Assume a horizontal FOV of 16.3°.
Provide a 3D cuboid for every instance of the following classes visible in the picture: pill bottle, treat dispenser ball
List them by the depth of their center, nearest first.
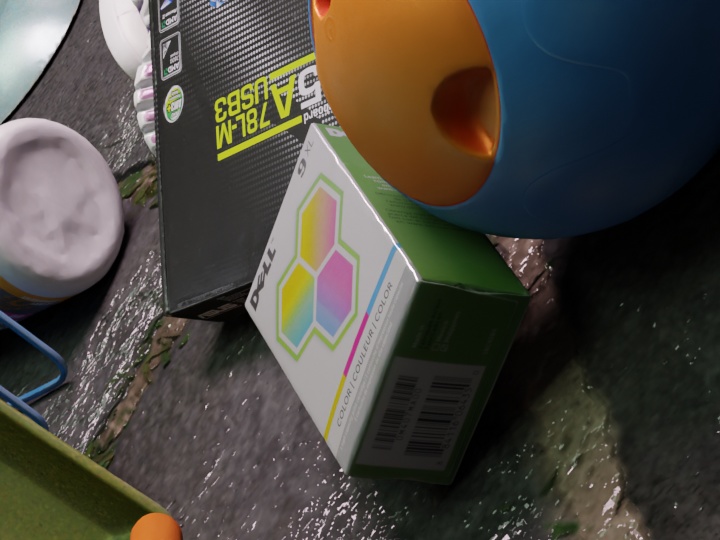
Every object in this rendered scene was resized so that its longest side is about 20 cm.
[{"bbox_3d":[0.076,-0.114,1.100,0.201,0.201,0.201,-39,30,28],"label":"treat dispenser ball"},{"bbox_3d":[-0.250,-0.016,1.617,0.200,0.116,0.117,-24,39,47],"label":"pill bottle"}]

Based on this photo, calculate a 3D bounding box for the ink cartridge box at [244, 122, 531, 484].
[{"bbox_3d":[0.000,0.000,1.175,0.200,0.059,0.104,57,133,52],"label":"ink cartridge box"}]

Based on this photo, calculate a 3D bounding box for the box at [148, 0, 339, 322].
[{"bbox_3d":[-0.039,-0.087,1.348,0.200,0.047,0.194,-19,67,48],"label":"box"}]

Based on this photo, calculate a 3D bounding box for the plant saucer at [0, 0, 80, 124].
[{"bbox_3d":[-0.291,-0.176,1.962,0.201,0.039,0.201,-40,29,27],"label":"plant saucer"}]

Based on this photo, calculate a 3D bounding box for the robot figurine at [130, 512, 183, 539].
[{"bbox_3d":[-0.125,0.193,1.161,0.200,0.116,0.144,-148,49,-64],"label":"robot figurine"}]

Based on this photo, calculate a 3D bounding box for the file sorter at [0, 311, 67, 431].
[{"bbox_3d":[-0.270,0.117,1.471,0.123,0.139,0.200,-25,38,38],"label":"file sorter"}]

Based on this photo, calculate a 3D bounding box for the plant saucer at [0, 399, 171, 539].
[{"bbox_3d":[-0.230,0.161,1.325,0.200,0.200,0.048,-56,-3,-6],"label":"plant saucer"}]

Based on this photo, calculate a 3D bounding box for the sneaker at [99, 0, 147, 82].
[{"bbox_3d":[-0.116,-0.206,1.670,0.085,0.073,0.200,-35,30,38],"label":"sneaker"}]

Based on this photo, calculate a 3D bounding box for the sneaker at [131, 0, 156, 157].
[{"bbox_3d":[-0.098,-0.131,1.560,0.080,0.089,0.201,-14,59,4],"label":"sneaker"}]
